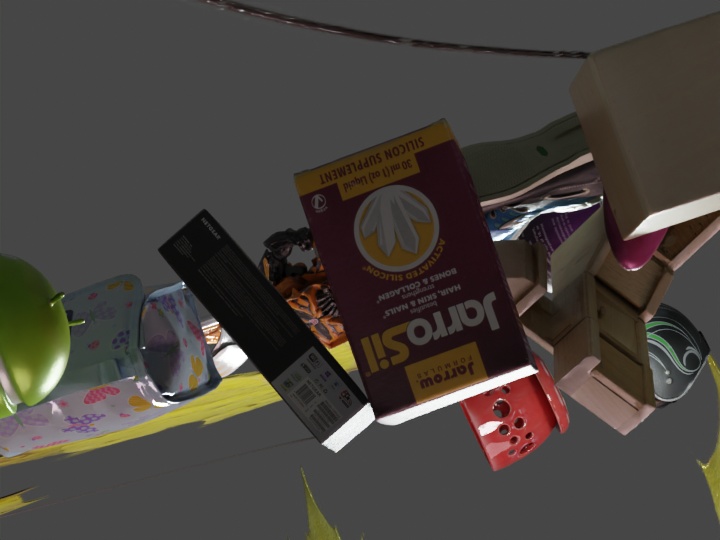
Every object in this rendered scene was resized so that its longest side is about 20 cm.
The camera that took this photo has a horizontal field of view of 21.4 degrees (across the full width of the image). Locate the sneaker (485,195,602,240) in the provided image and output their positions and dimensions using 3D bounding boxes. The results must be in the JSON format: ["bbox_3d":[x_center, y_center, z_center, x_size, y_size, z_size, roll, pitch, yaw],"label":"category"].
[{"bbox_3d":[0.126,-0.071,1.665,0.199,0.079,0.090,-29,161,6],"label":"sneaker"}]

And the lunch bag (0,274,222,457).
[{"bbox_3d":[-0.231,0.081,1.632,0.169,0.128,0.200,-19,-178,14],"label":"lunch bag"}]

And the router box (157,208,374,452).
[{"bbox_3d":[-0.070,0.052,1.527,0.052,0.200,0.157,-40,173,-3],"label":"router box"}]

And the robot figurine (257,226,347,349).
[{"bbox_3d":[0.000,0.000,1.652,0.145,0.058,0.200,36,131,-23],"label":"robot figurine"}]

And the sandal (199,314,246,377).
[{"bbox_3d":[-0.141,0.081,2.037,0.079,0.060,0.206,-23,170,26],"label":"sandal"}]

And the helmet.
[{"bbox_3d":[0.526,0.154,3.520,0.200,0.190,0.200,-54,176,-5],"label":"helmet"}]

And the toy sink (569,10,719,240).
[{"bbox_3d":[0.276,-0.120,1.440,0.199,0.131,0.112,-19,172,-6],"label":"toy sink"}]

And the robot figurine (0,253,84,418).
[{"bbox_3d":[-0.297,0.059,1.360,0.199,0.116,0.176,-19,167,-4],"label":"robot figurine"}]

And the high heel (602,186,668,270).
[{"bbox_3d":[0.255,-0.087,1.510,0.096,0.067,0.201,-18,-146,41],"label":"high heel"}]

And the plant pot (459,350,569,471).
[{"bbox_3d":[0.292,0.259,3.685,0.182,0.201,0.200,-27,172,-3],"label":"plant pot"}]

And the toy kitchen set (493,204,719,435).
[{"bbox_3d":[0.213,-0.015,1.597,0.180,0.163,0.200,-46,-160,28],"label":"toy kitchen set"}]

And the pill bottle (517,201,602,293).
[{"bbox_3d":[0.219,-0.047,1.830,0.199,0.113,0.112,-26,169,40],"label":"pill bottle"}]

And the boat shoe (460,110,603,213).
[{"bbox_3d":[0.132,-0.071,1.571,0.199,0.072,0.068,-18,136,-9],"label":"boat shoe"}]

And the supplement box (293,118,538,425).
[{"bbox_3d":[0.043,0.004,1.473,0.130,0.201,0.103,-20,172,5],"label":"supplement box"}]
